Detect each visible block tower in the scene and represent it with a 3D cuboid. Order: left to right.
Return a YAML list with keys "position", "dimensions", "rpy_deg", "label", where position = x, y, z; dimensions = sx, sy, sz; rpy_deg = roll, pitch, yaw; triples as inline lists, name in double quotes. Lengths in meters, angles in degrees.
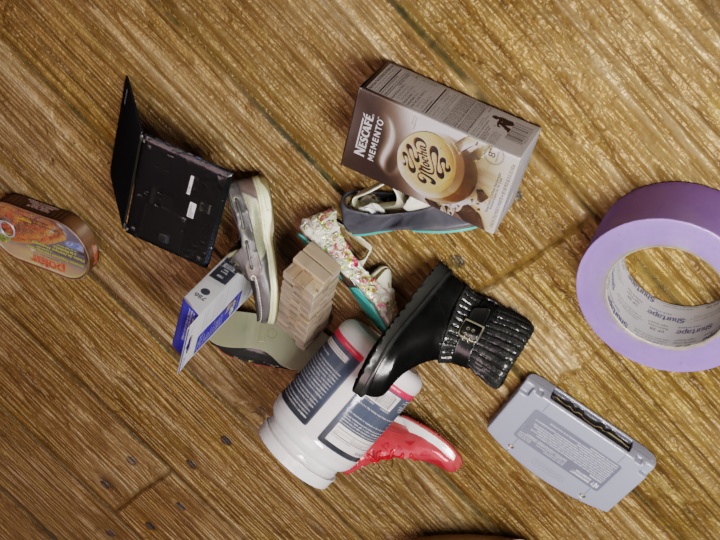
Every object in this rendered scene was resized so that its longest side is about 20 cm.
- position: [-0.072, 0.038, 1.389]
  dimensions: [0.058, 0.054, 0.200]
  rpy_deg: [40, 156, 13]
  label: "block tower"

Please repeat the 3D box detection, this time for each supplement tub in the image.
- position: [-0.027, 0.178, 1.400]
  dimensions: [0.140, 0.140, 0.200]
  rpy_deg: [41, 94, -3]
  label: "supplement tub"

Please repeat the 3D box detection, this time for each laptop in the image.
- position: [-0.263, -0.131, 1.413]
  dimensions: [0.200, 0.103, 0.177]
  rpy_deg: [24, 133, 2]
  label: "laptop"

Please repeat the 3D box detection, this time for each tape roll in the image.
- position: [0.347, 0.009, 1.150]
  dimensions: [0.200, 0.085, 0.200]
  rpy_deg: [16, 130, 21]
  label: "tape roll"

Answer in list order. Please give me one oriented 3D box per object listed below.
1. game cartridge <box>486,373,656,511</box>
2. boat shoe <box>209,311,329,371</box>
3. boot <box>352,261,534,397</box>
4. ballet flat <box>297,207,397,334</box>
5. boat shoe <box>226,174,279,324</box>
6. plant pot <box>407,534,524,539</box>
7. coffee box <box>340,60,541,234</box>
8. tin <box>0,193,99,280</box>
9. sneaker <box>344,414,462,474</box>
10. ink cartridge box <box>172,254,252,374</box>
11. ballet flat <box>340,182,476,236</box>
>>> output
- position: [0.276, 0.234, 1.391]
  dimensions: [0.200, 0.040, 0.133]
  rpy_deg: [35, 130, 4]
  label: "game cartridge"
- position: [-0.125, 0.105, 1.515]
  dimensions: [0.201, 0.074, 0.063]
  rpy_deg: [12, 164, 11]
  label: "boat shoe"
- position: [0.105, 0.107, 1.293]
  dimensions: [0.158, 0.211, 0.079]
  rpy_deg: [38, 167, 4]
  label: "boot"
- position: [0.000, 0.000, 1.360]
  dimensions: [0.200, 0.064, 0.076]
  rpy_deg: [50, 172, -12]
  label: "ballet flat"
- position: [-0.146, -0.026, 1.386]
  dimensions: [0.066, 0.072, 0.201]
  rpy_deg: [-6, 102, -11]
  label: "boat shoe"
- position: [0.143, 0.475, 1.563]
  dimensions: [0.200, 0.186, 0.187]
  rpy_deg: [4, 126, 44]
  label: "plant pot"
- position: [0.089, -0.142, 1.192]
  dimensions: [0.200, 0.080, 0.113]
  rpy_deg: [25, 133, 12]
  label: "coffee box"
- position: [-0.498, -0.053, 1.633]
  dimensions: [0.200, 0.042, 0.112]
  rpy_deg: [19, 126, 17]
  label: "tin"
- position: [0.038, 0.261, 1.483]
  dimensions: [0.200, 0.116, 0.078]
  rpy_deg: [28, 164, 21]
  label: "sneaker"
- position: [-0.202, 0.045, 1.419]
  dimensions: [0.039, 0.200, 0.100]
  rpy_deg: [29, 131, 8]
  label: "ink cartridge box"
- position: [0.058, -0.080, 1.266]
  dimensions: [0.200, 0.073, 0.073]
  rpy_deg: [-2, 122, 34]
  label: "ballet flat"
